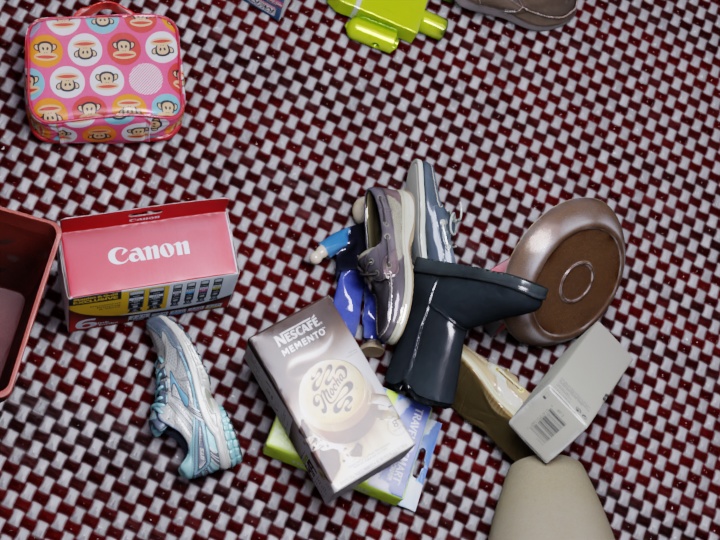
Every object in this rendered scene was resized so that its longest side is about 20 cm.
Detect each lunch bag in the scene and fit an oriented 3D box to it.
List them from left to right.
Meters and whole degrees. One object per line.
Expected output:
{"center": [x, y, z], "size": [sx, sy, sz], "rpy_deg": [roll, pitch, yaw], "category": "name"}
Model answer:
{"center": [-0.319, -0.250, 1.697], "size": [0.197, 0.082, 0.179], "rpy_deg": [-2, 71, -12], "category": "lunch bag"}

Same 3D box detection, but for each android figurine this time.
{"center": [0.031, -0.385, 1.842], "size": [0.197, 0.041, 0.184], "rpy_deg": [19, 69, -8], "category": "android figurine"}

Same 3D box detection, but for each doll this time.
{"center": [0.000, 0.000, 1.698], "size": [0.134, 0.048, 0.203], "rpy_deg": [11, 69, -12], "category": "doll"}

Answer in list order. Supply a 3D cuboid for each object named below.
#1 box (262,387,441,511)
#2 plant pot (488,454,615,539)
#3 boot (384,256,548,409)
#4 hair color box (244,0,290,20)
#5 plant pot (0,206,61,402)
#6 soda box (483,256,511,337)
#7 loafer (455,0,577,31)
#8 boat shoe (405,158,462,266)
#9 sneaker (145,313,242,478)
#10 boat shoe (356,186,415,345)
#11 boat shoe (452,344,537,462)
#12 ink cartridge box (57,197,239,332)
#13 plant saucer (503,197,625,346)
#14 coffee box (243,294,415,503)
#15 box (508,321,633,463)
{"center": [-0.005, 0.195, 1.632], "size": [0.197, 0.048, 0.123], "rpy_deg": [22, 69, -3], "category": "box"}
{"center": [0.222, 0.324, 1.581], "size": [0.184, 0.188, 0.202], "rpy_deg": [8, 56, -9], "category": "plant pot"}
{"center": [0.122, 0.081, 1.601], "size": [0.076, 0.198, 0.171], "rpy_deg": [16, 86, -47], "category": "boot"}
{"center": [-0.094, -0.417, 1.739], "size": [0.060, 0.200, 0.101], "rpy_deg": [29, 67, 0], "category": "hair color box"}
{"center": [-0.452, 0.043, 1.516], "size": [0.197, 0.176, 0.203], "rpy_deg": [16, 69, -6], "category": "plant pot"}
{"center": [0.231, 0.001, 1.742], "size": [0.199, 0.063, 0.070], "rpy_deg": [-31, 80, -21], "category": "soda box"}
{"center": [0.219, -0.377, 1.851], "size": [0.197, 0.071, 0.074], "rpy_deg": [2, 70, -27], "category": "loafer"}
{"center": [0.096, -0.042, 1.720], "size": [0.061, 0.075, 0.203], "rpy_deg": [-3, 73, -11], "category": "boat shoe"}
{"center": [-0.213, 0.147, 1.588], "size": [0.085, 0.078, 0.202], "rpy_deg": [-24, 78, -15], "category": "sneaker"}
{"center": [0.027, -0.009, 1.647], "size": [0.064, 0.072, 0.203], "rpy_deg": [12, 66, -18], "category": "boat shoe"}
{"center": [0.166, 0.156, 1.676], "size": [0.200, 0.074, 0.066], "rpy_deg": [47, 45, 13], "category": "boat shoe"}
{"center": [-0.247, -0.006, 1.578], "size": [0.197, 0.176, 0.085], "rpy_deg": [-9, 73, -15], "category": "ink cartridge box"}
{"center": [0.259, 0.009, 1.687], "size": [0.199, 0.202, 0.032], "rpy_deg": [-31, 40, -20], "category": "plant saucer"}
{"center": [-0.038, 0.148, 1.572], "size": [0.112, 0.080, 0.202], "rpy_deg": [-28, 78, -17], "category": "coffee box"}
{"center": [0.255, 0.143, 1.637], "size": [0.068, 0.082, 0.200], "rpy_deg": [45, 34, 5], "category": "box"}
